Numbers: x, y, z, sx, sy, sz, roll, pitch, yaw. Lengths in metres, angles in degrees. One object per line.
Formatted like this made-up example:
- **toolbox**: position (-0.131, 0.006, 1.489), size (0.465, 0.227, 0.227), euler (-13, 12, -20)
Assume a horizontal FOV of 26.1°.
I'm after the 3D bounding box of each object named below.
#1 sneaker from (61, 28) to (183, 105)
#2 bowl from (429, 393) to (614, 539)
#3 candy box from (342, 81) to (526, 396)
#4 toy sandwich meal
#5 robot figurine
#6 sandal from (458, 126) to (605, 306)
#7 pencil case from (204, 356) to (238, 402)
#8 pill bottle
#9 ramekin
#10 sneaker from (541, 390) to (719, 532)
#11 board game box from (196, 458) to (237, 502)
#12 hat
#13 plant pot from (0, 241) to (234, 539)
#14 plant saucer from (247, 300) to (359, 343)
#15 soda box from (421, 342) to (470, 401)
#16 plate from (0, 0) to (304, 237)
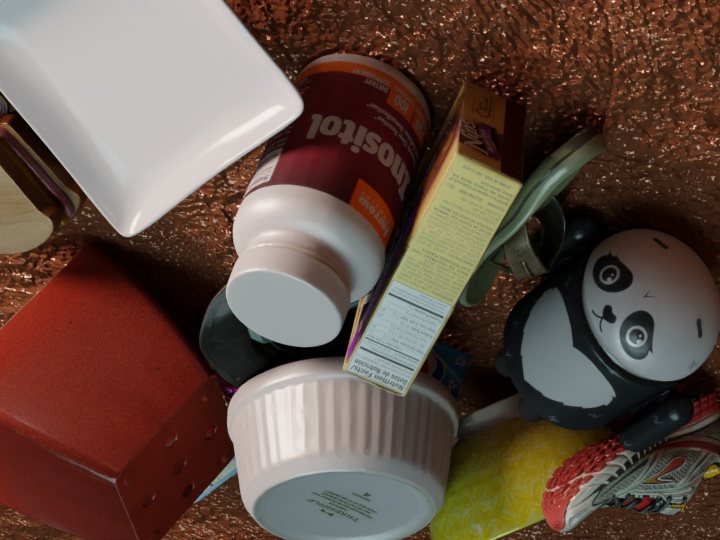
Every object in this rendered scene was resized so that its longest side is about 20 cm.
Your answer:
- **sneaker**: position (-0.182, -0.176, 1.138), size (0.198, 0.079, 0.086), euler (7, 142, 19)
- **bowl**: position (0.139, 0.171, 1.386), size (0.200, 0.199, 0.109), euler (-33, 77, 48)
- **candy box**: position (0.054, -0.022, 1.132), size (0.056, 0.117, 0.201), euler (24, 122, -7)
- **toy sandwich meal**: position (-0.334, -0.097, 1.322), size (0.203, 0.071, 0.206), euler (13, 144, 10)
- **robot figurine**: position (0.188, 0.050, 1.208), size (0.149, 0.126, 0.200), euler (32, 143, -15)
- **sandal**: position (0.127, -0.027, 1.164), size (0.057, 0.080, 0.201), euler (43, 139, 4)
- **pencil case**: position (-0.074, 0.139, 1.491), size (0.087, 0.089, 0.201), euler (-1, 140, 27)
- **pill bottle**: position (-0.025, -0.050, 1.119), size (0.112, 0.201, 0.114), euler (13, 144, 9)
- **ramekin**: position (-0.014, 0.161, 1.320), size (0.200, 0.095, 0.203), euler (-1, 147, -1)
- **sneaker**: position (0.234, 0.168, 1.275), size (0.078, 0.199, 0.083), euler (-26, 87, 61)
- **board game box**: position (-0.224, 0.164, 1.639), size (0.199, 0.034, 0.134), euler (32, 143, -15)
- **hat**: position (-0.045, 0.012, 1.295), size (0.198, 0.081, 0.202), euler (-12, 138, -11)
- **plant pot**: position (-0.226, 0.135, 1.418), size (0.175, 0.200, 0.201), euler (28, 150, 26)
- **plant saucer**: position (0.000, 0.000, 1.227), size (0.198, 0.019, 0.070), euler (-22, 136, -5)
- **soda box**: position (0.042, 0.143, 1.451), size (0.064, 0.068, 0.201), euler (19, 144, 1)
- **plate**: position (-0.160, -0.147, 1.093), size (0.199, 0.032, 0.200), euler (-31, 103, 33)
